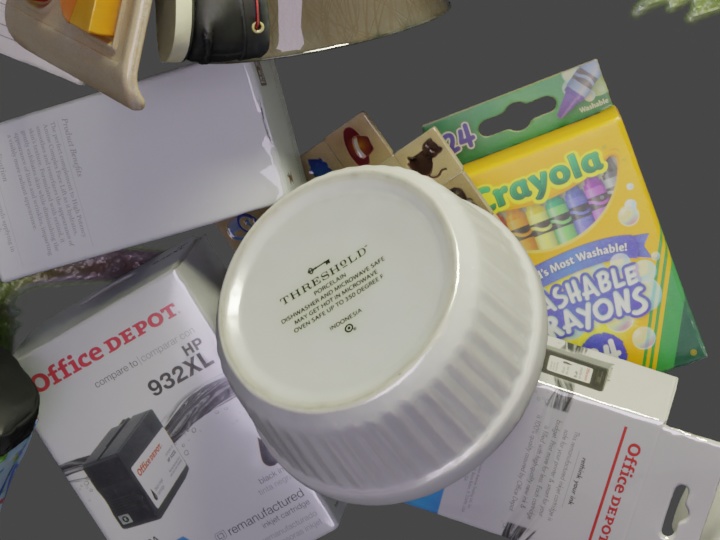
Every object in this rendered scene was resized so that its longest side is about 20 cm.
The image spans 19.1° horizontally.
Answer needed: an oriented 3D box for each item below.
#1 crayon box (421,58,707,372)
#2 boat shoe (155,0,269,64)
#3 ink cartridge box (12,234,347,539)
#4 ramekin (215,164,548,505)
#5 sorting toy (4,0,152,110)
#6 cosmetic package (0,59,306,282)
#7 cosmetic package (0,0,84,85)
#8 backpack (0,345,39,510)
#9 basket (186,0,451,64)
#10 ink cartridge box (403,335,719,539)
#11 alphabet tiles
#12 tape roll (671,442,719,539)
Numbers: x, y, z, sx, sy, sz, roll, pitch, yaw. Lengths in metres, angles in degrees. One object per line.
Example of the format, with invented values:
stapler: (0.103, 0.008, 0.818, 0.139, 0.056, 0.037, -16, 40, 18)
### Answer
crayon box: (0.130, -0.019, 1.381, 0.125, 0.052, 0.201, -20, 101, 7)
boat shoe: (-0.083, -0.216, 1.193, 0.063, 0.074, 0.203, -2, 88, -17)
ink cartridge box: (-0.118, 0.102, 1.397, 0.145, 0.084, 0.201, -29, 100, 16)
ramekin: (0.005, 0.030, 1.274, 0.201, 0.094, 0.204, -12, 60, 22)
sorting toy: (-0.158, -0.207, 1.218, 0.036, 0.185, 0.201, 0, 107, -31)
cosmetic package: (-0.142, -0.067, 1.356, 0.199, 0.074, 0.102, -14, 94, 12)
cosmetic package: (-0.181, -0.230, 1.336, 0.103, 0.073, 0.201, 22, 103, -2)
backpack: (-0.290, 0.116, 1.364, 0.163, 0.154, 0.201, 34, 114, 15)
basket: (-0.040, -0.241, 1.277, 0.180, 0.136, 0.201, -20, 109, -33)
ink cartridge box: (0.125, 0.111, 1.348, 0.199, 0.067, 0.116, 18, 117, 7)
alphabet tiles: (0.000, 0.000, 1.384, 0.200, 0.006, 0.167, -33, 95, 26)
tape roll: (0.307, 0.198, 1.377, 0.201, 0.139, 0.204, 1, 103, 3)
